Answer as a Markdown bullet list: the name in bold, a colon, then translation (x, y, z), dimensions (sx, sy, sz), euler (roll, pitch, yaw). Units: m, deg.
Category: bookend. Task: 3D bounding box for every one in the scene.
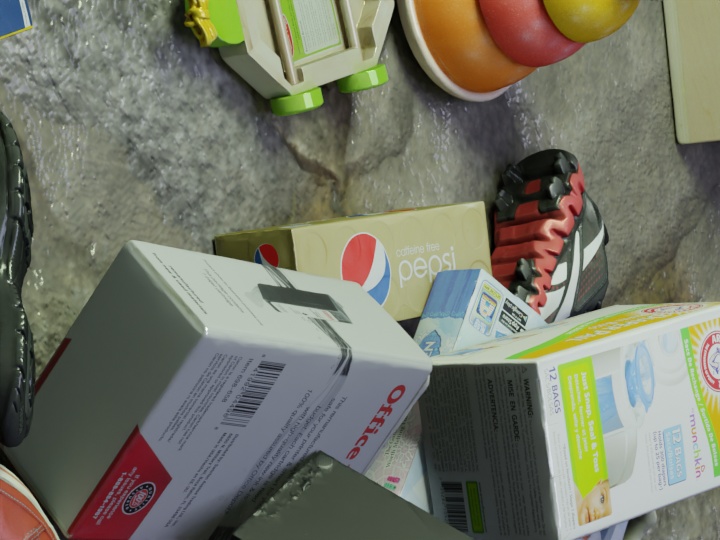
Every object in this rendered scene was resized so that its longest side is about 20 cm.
- **bookend**: translation (0.018, 0.239, 1.509), dimensions (0.092, 0.199, 0.200), euler (-40, 151, -46)

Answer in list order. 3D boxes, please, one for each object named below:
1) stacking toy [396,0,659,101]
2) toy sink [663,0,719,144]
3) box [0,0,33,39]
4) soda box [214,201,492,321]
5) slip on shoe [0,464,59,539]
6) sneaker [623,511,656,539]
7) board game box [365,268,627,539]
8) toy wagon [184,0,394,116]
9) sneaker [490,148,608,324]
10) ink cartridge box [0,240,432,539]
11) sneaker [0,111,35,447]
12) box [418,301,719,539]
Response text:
- **stacking toy**: translation (0.136, -0.191, 1.767), dimensions (0.146, 0.199, 0.147), euler (8, 80, -52)
- **toy sink**: translation (0.333, -0.169, 2.088), dimensions (0.199, 0.112, 0.131), euler (-6, 91, -52)
- **box**: translation (-0.258, -0.125, 1.362), dimensions (0.200, 0.070, 0.065), euler (-29, 111, -49)
- **soda box**: translation (0.000, 0.000, 1.684), dimensions (0.199, 0.064, 0.068), euler (-9, 93, -51)
- **slip on shoe**: translation (-0.189, 0.157, 1.409), dimensions (0.200, 0.074, 0.061), euler (54, 13, -38)
- **sneaker**: translation (0.132, 0.217, 1.807), dimensions (0.067, 0.089, 0.201), euler (57, 46, -32)
- **board game box**: translation (0.089, 0.134, 1.697), dimensions (0.200, 0.043, 0.200), euler (39, 61, -37)
- **toy wagon**: translation (-0.050, -0.174, 1.659), dimensions (0.200, 0.039, 0.156), euler (-24, 104, -50)
- **sneaker**: translation (0.117, 0.018, 1.824), dimensions (0.098, 0.071, 0.201), euler (49, 49, -34)
- **ink cartridge box**: translation (-0.076, 0.074, 1.506), dimensions (0.199, 0.084, 0.145), euler (12, 119, -50)
- **sneaker**: translation (-0.212, -0.003, 1.402), dimensions (0.076, 0.090, 0.201), euler (92, -5, -55)
- **box**: translation (0.140, 0.089, 1.647), dimensions (0.199, 0.101, 0.113), euler (-13, 97, -45)
